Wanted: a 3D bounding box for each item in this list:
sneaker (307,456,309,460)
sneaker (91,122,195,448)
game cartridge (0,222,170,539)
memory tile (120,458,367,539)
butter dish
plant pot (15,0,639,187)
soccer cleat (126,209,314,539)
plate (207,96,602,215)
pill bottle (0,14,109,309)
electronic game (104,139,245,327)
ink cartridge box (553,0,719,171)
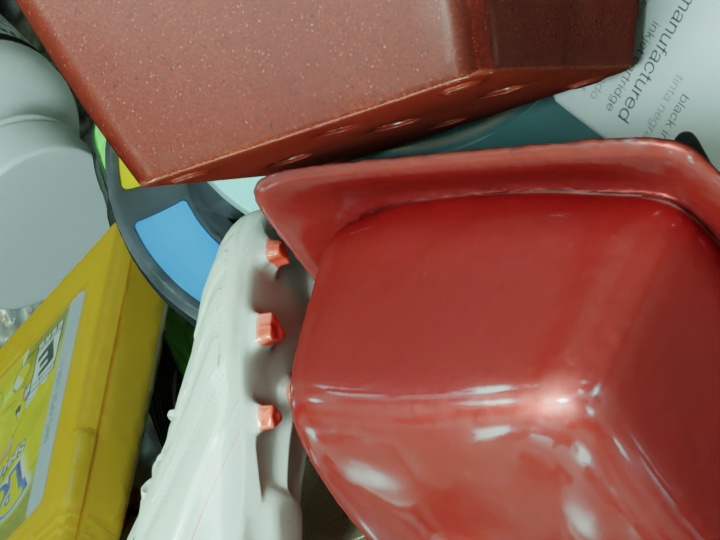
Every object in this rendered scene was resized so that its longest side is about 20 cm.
[{"bbox_3d":[0.000,0.000,1.160,0.080,0.074,0.201,-30,66,17],"label":"sneaker"},{"bbox_3d":[-0.080,0.010,1.213,0.084,0.077,0.201,-48,44,39],"label":"sneaker"},{"bbox_3d":[-0.139,0.098,1.124,0.176,0.032,0.200,-45,23,36],"label":"game cartridge"},{"bbox_3d":[-0.060,0.149,1.057,0.153,0.017,0.201,-7,50,27],"label":"memory tile"},{"bbox_3d":[0.060,0.066,0.977,0.200,0.200,0.148,-3,50,41],"label":"butter dish"},{"bbox_3d":[-0.011,-0.131,0.986,0.199,0.200,0.177,-16,87,27],"label":"plant pot"},{"bbox_3d":[-0.050,0.074,1.034,0.077,0.069,0.201,-12,65,30],"label":"soccer cleat"},{"bbox_3d":[0.018,-0.098,1.106,0.199,0.026,0.201,-4,62,8],"label":"plate"},{"bbox_3d":[-0.195,-0.070,1.308,0.200,0.111,0.112,43,110,38],"label":"pill bottle"},{"bbox_3d":[-0.001,-0.055,1.125,0.199,0.042,0.201,-6,61,10],"label":"electronic game"},{"bbox_3d":[0.183,-0.064,0.986,0.200,0.084,0.145,41,109,38],"label":"ink cartridge box"}]
